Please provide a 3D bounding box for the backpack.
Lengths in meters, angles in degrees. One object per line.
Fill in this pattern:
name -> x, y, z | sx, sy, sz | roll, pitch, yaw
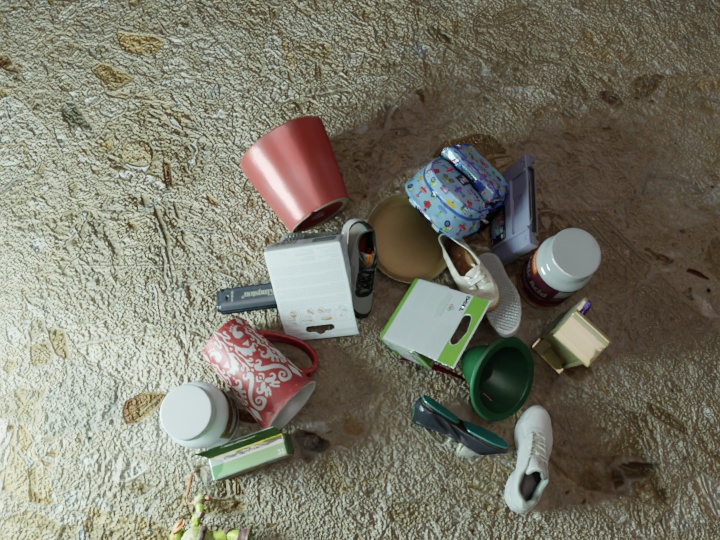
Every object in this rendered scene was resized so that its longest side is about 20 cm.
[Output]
backpack -> 0.192, -0.159, 1.200 | 0.183, 0.135, 0.199 | 50, 33, 13

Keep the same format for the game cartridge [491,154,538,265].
game cartridge -> 0.320, -0.124, 1.235 | 0.038, 0.129, 0.205 | 13, 67, -23

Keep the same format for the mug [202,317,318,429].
mug -> -0.191, 0.194, 1.153 | 0.199, 0.177, 0.135 | 40, 113, 15

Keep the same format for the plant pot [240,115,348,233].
plant pot -> -0.125, -0.189, 1.228 | 0.198, 0.200, 0.180 | -29, 85, -9

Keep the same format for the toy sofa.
toy sofa -> 0.406, 0.130, 1.125 | 0.098, 0.200, 0.083 | -44, 78, -8

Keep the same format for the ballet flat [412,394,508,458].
ballet flat -> 0.186, 0.316, 1.139 | 0.197, 0.073, 0.074 | 29, 74, 1

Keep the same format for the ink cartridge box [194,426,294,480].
ink cartridge box -> -0.201, 0.330, 1.051 | 0.142, 0.200, 0.049 | -18, 73, -6

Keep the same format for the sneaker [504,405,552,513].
sneaker -> 0.330, 0.354, 1.106 | 0.076, 0.100, 0.204 | 13, 73, 3

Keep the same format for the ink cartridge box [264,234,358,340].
ink cartridge box -> -0.092, 0.037, 1.176 | 0.156, 0.047, 0.204 | -7, 113, 11

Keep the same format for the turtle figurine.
turtle figurine -> -0.280, 0.485, 1.073 | 0.157, 0.065, 0.205 | 8, 73, 1

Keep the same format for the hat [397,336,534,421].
hat -> 0.226, 0.189, 1.196 | 0.199, 0.175, 0.167 | 40, 79, -32

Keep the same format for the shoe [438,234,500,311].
shoe -> 0.210, 0.000, 1.168 | 0.069, 0.053, 0.202 | -37, 48, 10

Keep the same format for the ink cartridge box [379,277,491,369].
ink cartridge box -> 0.154, 0.113, 1.130 | 0.198, 0.076, 0.149 | 17, 68, 49

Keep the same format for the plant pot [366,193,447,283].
plant pot -> 0.104, -0.067, 1.260 | 0.195, 0.028, 0.205 | 3, 71, -8

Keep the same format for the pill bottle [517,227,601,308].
pill bottle -> 0.390, -0.002, 1.163 | 0.111, 0.201, 0.117 | 0, 72, -1

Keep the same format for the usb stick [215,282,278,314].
usb stick -> -0.201, 0.054, 1.223 | 0.195, 0.033, 0.057 | -7, 74, -3

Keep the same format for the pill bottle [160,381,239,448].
pill bottle -> -0.292, 0.263, 1.070 | 0.111, 0.200, 0.117 | 0, 73, -1

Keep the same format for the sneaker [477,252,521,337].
sneaker -> 0.282, 0.059, 1.178 | 0.072, 0.082, 0.203 | -17, 46, 15

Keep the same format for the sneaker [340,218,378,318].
sneaker -> 0.000, 0.000, 1.188 | 0.073, 0.079, 0.205 | -9, 103, -30

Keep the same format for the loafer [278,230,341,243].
loafer -> -0.078, -0.048, 1.237 | 0.195, 0.070, 0.077 | 7, 90, -17
